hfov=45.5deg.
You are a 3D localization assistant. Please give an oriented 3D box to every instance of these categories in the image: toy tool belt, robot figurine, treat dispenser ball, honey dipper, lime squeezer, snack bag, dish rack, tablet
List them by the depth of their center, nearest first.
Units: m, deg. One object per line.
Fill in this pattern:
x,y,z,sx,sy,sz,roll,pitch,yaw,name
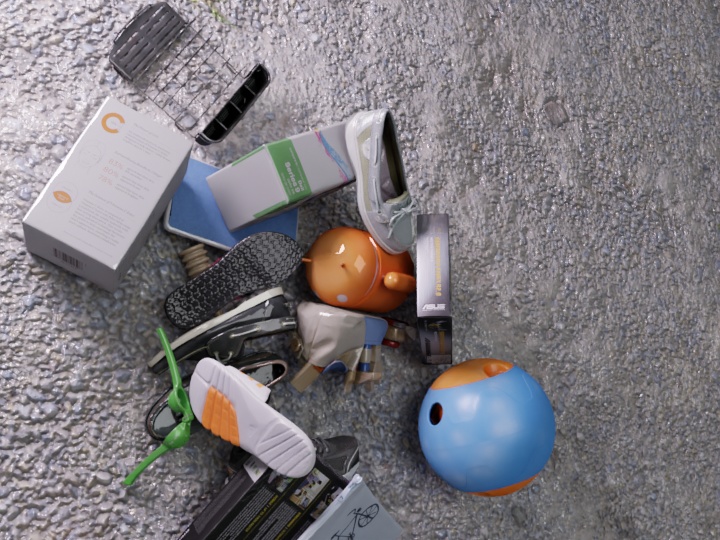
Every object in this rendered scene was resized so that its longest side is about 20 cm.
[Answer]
-0.240,0.176,1.076,0.038,0.070,0.201,10,92,-64,lime squeezer
-0.039,0.370,1.114,0.189,0.021,0.200,-44,141,-13,snack bag
-0.191,0.061,1.174,0.038,0.038,0.201,-26,95,-33,honey dipper
-0.244,-0.284,1.210,0.200,0.054,0.154,42,60,-16,dish rack
-0.177,-0.080,1.213,0.199,0.014,0.131,20,54,-28,tablet
-0.016,0.119,1.230,0.200,0.125,0.124,14,90,-45,toy tool belt
-0.002,0.000,1.235,0.200,0.117,0.144,13,40,-55,robot figurine
0.185,0.230,1.267,0.200,0.201,0.202,8,75,-30,treat dispenser ball

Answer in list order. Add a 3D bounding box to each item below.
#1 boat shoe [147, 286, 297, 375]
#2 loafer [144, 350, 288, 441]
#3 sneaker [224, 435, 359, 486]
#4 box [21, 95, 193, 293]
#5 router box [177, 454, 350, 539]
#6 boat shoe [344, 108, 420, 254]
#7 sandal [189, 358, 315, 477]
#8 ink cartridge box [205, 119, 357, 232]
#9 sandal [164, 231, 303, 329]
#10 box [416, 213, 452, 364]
-0.180,0.092,1.124,0.199,0.072,0.068,-26,91,-11,boat shoe
-0.185,0.159,1.122,0.199,0.063,0.072,-27,98,-23,loafer
-0.086,0.250,1.150,0.199,0.080,0.087,-12,116,-34,sneaker
-0.314,-0.094,1.081,0.124,0.097,0.201,28,65,-6,box
-0.115,0.319,1.092,0.200,0.051,0.149,-47,119,-6,router box
0.037,-0.119,1.168,0.074,0.065,0.203,-26,108,-43,boat shoe
-0.127,0.184,1.058,0.059,0.206,0.079,1,118,-61,sandal
-0.088,-0.136,1.197,0.200,0.145,0.088,-28,96,-44,ink cartridge box
-0.172,0.009,1.152,0.199,0.045,0.075,-30,95,-11,sandal
0.110,0.033,1.262,0.048,0.200,0.159,-1,64,5,box
